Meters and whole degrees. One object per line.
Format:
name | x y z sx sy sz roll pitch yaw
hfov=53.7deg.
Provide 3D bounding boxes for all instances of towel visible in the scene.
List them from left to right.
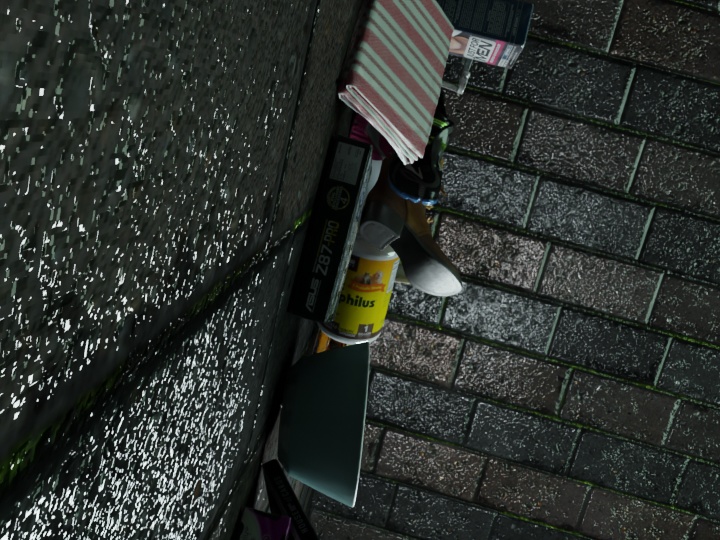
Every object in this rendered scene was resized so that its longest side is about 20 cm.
towel | 0.043 -0.242 0.803 0.146 0.029 0.204 36 61 -45

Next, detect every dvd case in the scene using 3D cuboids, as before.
dvd case | -0.075 0.358 0.888 0.150 0.024 0.204 45 -34 49

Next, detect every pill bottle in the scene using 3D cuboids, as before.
pill bottle | 0.000 0.000 1.064 0.110 0.107 0.204 -70 174 -64

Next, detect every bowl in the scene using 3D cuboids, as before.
bowl | -0.048 0.188 0.904 0.201 0.102 0.207 -174 -90 -88

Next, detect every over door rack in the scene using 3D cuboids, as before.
over door rack | 0.106 -0.350 1.106 0.201 0.145 0.068 -71 -179 -57

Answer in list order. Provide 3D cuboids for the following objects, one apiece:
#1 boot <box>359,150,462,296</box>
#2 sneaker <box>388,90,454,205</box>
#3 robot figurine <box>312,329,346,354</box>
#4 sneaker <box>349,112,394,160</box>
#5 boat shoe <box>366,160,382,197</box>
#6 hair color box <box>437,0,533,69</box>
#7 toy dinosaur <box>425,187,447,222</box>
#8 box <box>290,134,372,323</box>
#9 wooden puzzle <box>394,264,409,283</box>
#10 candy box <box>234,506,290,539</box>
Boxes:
boot | 0.086 -0.085 1.004 0.068 0.186 0.203 -37 -154 46
sneaker | 0.081 -0.167 0.936 0.083 0.069 0.203 111 -9 -50
robot figurine | -0.065 0.175 1.173 0.146 0.057 0.203 100 4 -56
sneaker | 0.037 -0.253 0.938 0.089 0.080 0.203 -74 -175 -52
boat shoe | 0.012 -0.134 1.096 0.068 0.070 0.204 -118 -158 -52
hair color box | 0.127 -0.340 0.973 0.100 0.195 0.062 41 64 -87
toy dinosaur | 0.069 -0.119 1.093 0.061 0.105 0.202 48 13 -38
box | -0.029 -0.042 0.846 0.161 0.048 0.205 42 62 -86
wooden puzzle | 0.046 -0.085 1.215 0.184 0.036 0.206 6 -85 58
candy box | -0.128 0.380 0.830 0.202 0.059 0.139 100 3 -52
